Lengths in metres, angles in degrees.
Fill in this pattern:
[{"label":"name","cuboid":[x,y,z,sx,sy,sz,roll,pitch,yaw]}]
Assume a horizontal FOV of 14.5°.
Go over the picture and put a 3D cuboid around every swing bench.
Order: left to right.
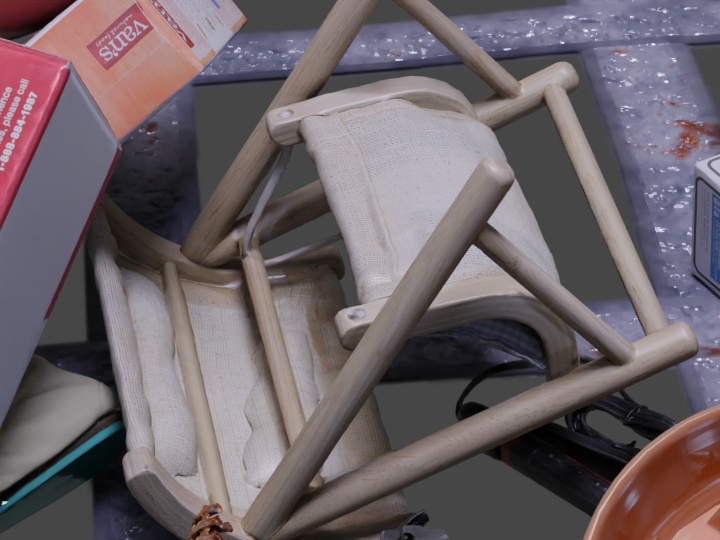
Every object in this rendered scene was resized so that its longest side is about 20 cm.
[{"label":"swing bench","cuboid":[0.000,0.000,1.139,0.200,0.130,0.199,-39,35,17]}]

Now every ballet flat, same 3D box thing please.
[{"label":"ballet flat","cuboid":[-0.169,0.090,1.092,0.069,0.070,0.200,20,34,27]}]

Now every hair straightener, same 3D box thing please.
[{"label":"hair straightener","cuboid":[0.119,0.084,1.123,0.200,0.041,0.077,25,44,38]}]

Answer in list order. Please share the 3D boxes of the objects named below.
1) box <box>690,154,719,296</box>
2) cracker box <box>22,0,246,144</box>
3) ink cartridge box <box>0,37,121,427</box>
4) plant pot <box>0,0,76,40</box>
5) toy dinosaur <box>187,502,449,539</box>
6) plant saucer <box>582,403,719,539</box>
[{"label":"box","cuboid":[0.242,0.009,1.191,0.116,0.060,0.200,-21,40,-24]},{"label":"cracker box","cuboid":[-0.123,-0.075,1.208,0.134,0.058,0.200,-39,7,9]},{"label":"ink cartridge box","cuboid":[-0.213,-0.028,1.064,0.199,0.084,0.145,18,73,16]},{"label":"plant pot","cuboid":[-0.202,-0.180,1.197,0.200,0.201,0.177,8,15,13]},{"label":"toy dinosaur","cuboid":[-0.019,0.145,0.931,0.135,0.102,0.200,-25,63,-4]},{"label":"plant saucer","cuboid":[0.173,0.133,1.010,0.200,0.032,0.201,2,54,-3]}]
